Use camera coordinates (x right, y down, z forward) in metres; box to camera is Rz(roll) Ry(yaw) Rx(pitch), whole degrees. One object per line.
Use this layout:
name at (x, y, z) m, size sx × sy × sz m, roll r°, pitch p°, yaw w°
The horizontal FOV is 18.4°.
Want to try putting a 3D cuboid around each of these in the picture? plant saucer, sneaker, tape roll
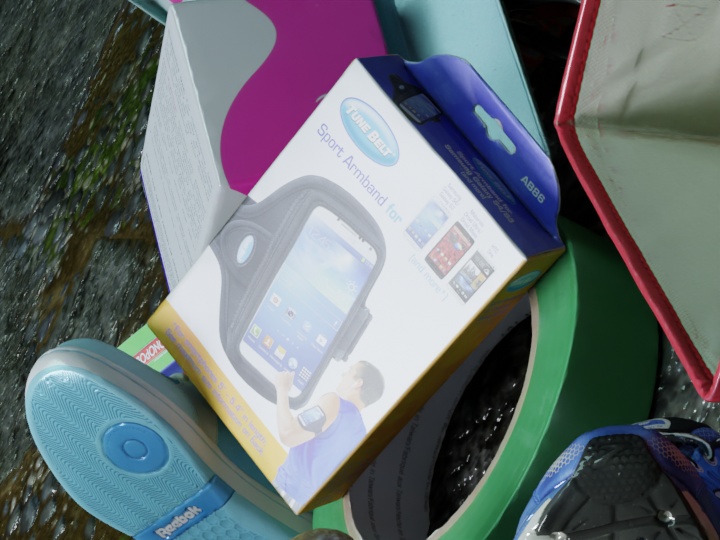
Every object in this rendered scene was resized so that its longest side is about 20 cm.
plant saucer at (0.040, -0.122, 1.059) m, size 0.070 × 0.019 × 0.201 m, roll -31°, pitch 64°, yaw 32°
sneaker at (-0.074, 0.072, 1.083) m, size 0.079 × 0.200 × 0.131 m, roll -27°, pitch 32°, yaw 32°
tape roll at (0.052, 0.069, 0.996) m, size 0.200 × 0.048 × 0.201 m, roll -47°, pitch 29°, yaw 36°
sneaker at (0.089, 0.086, 0.744) m, size 0.200 × 0.078 × 0.089 m, roll 68°, pitch -158°, yaw -66°

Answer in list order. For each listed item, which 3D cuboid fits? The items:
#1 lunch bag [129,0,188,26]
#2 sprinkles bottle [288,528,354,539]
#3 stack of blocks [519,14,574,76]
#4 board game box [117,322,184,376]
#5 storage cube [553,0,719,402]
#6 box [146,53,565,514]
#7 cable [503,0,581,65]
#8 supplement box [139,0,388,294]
lunch bag at (-0.084, -0.224, 1.381) m, size 0.122 × 0.200 × 0.171 m, roll -46°, pitch 29°, yaw 36°
sprinkles bottle at (0.037, 0.169, 0.810) m, size 0.200 × 0.068 × 0.068 m, roll 33°, pitch 97°, yaw 41°
stack of blocks at (0.071, -0.191, 1.200) m, size 0.115 × 0.058 × 0.200 m, roll -53°, pitch 26°, yaw 25°
board game box at (-0.055, 0.033, 1.156) m, size 0.200 × 0.134 × 0.029 m, roll -37°, pitch 69°, yaw 48°
storage cube at (0.177, -0.073, 0.651) m, size 0.200 × 0.179 × 0.172 m, roll -107°, pitch 25°, yaw -59°
box at (0.000, 0.000, 0.981) m, size 0.119 × 0.041 × 0.200 m, roll 50°, pitch 123°, yaw 17°
cable at (0.070, -0.136, 1.091) m, size 0.200 × 0.097 × 0.050 m, roll -12°, pitch 12°, yaw 41°
supplement box at (-0.047, -0.056, 1.129) m, size 0.200 × 0.101 × 0.104 m, roll 112°, pitch 145°, yaw -66°
